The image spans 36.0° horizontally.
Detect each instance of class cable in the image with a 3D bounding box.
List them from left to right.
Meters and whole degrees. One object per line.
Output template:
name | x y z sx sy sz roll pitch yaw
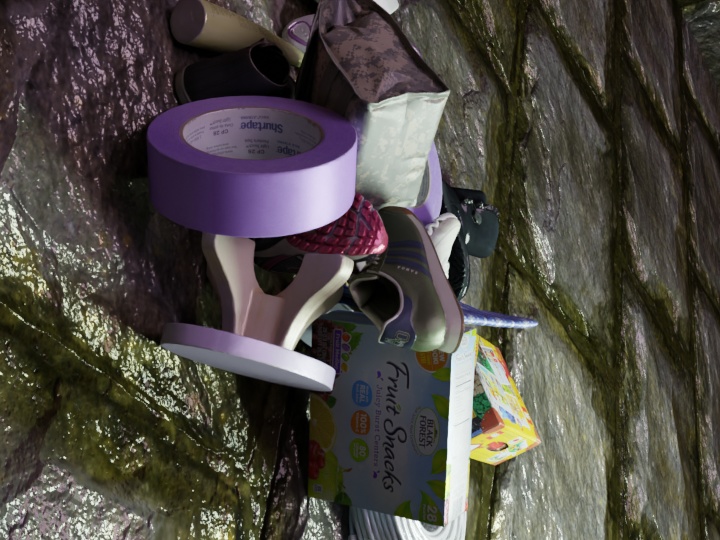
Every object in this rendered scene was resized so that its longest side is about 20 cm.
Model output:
cable | 0.058 0.272 1.317 0.200 0.069 0.201 19 62 -56

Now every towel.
towel | 0.080 0.040 1.240 0.199 0.145 0.024 7 93 -39

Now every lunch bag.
lunch bag | -0.010 -0.184 1.189 0.117 0.164 0.200 -13 51 -26

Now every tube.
tube | -0.128 -0.257 1.240 0.200 0.052 0.058 2 67 -58

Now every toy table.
toy table | -0.093 0.040 1.070 0.200 0.183 0.118 33 65 -57

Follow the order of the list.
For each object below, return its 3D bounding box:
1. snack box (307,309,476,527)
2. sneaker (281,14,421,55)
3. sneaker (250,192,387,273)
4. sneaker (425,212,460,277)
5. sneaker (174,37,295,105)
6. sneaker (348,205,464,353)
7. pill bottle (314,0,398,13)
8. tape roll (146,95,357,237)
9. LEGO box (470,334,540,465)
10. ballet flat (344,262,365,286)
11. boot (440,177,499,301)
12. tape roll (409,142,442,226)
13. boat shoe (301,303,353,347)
snack box | 0.031 0.151 1.173 0.068 0.168 0.201 -15 110 -60
sneaker | -0.019 -0.262 1.415 0.199 0.100 0.075 10 62 -33
sneaker | -0.047 -0.034 1.138 0.075 0.200 0.081 48 61 -37
sneaker | 0.082 0.023 1.378 0.201 0.081 0.075 -62 164 -13
sneaker | -0.100 -0.200 1.213 0.200 0.106 0.075 -12 88 -60
sneaker | 0.028 0.003 1.107 0.089 0.067 0.201 0 41 -24
pill bottle | -0.033 -0.410 1.415 0.201 0.109 0.110 63 32 -21
tape roll | -0.103 -0.104 1.066 0.200 0.199 0.066 -50 148 -55
LEGO box | 0.148 0.162 1.441 0.200 0.077 0.149 31 33 -63
ballet flat | 0.000 0.000 1.291 0.063 0.069 0.200 48 -8 31
boot | 0.148 -0.037 1.595 0.168 0.076 0.201 14 59 -53
tape roll | 0.021 -0.135 1.415 0.200 0.085 0.201 33 50 -51
boat shoe | -0.009 0.082 1.296 0.200 0.070 0.066 40 46 -35
